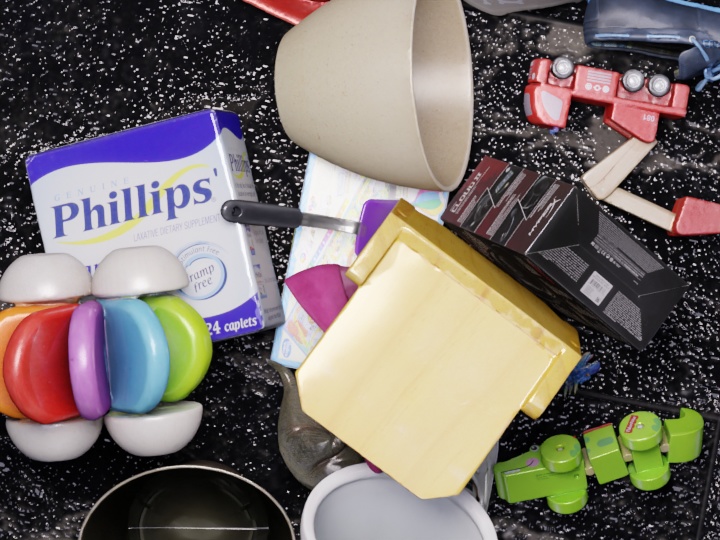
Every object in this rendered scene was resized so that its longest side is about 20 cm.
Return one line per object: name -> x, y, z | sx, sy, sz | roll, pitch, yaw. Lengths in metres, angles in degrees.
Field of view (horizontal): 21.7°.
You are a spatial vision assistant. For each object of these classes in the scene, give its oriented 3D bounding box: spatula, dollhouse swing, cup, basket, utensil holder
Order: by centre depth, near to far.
dollhouse swing -> 0.059, 0.073, 1.615 | 0.200, 0.182, 0.176 | 36, 99, -1
utensil holder -> 0.018, 0.295, 1.621 | 0.169, 0.170, 0.200 | 11, 126, -1
basket -> -0.146, 0.230, 1.638 | 0.180, 0.200, 0.137 | -1, 89, -2
spatula -> -0.038, -0.042, 1.645 | 0.199, 0.021, 0.057 | 6, 98, -34
cup -> 0.007, -0.166, 1.664 | 0.143, 0.200, 0.201 | -3, 90, 19

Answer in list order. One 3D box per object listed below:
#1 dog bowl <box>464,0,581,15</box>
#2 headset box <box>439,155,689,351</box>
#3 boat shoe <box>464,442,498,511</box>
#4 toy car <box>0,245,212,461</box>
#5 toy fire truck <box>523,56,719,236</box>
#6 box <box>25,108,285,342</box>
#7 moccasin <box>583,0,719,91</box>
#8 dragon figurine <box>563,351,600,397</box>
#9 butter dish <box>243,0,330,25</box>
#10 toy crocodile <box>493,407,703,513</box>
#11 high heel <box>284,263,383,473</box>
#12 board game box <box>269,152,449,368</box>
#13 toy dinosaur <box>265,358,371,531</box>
dog bowl -> 0.152, -0.332, 1.709 | 0.199, 0.059, 0.201 | 0, 90, -8
headset box -> 0.171, -0.019, 1.646 | 0.149, 0.200, 0.077 | 38, 87, -23
boat shoe -> 0.089, 0.189, 1.707 | 0.071, 0.070, 0.201 | 9, 86, -2
toy car -> -0.227, 0.072, 1.555 | 0.199, 0.150, 0.176 | -4, 93, 10
toy fire truck -> 0.243, -0.112, 1.725 | 0.199, 0.049, 0.142 | 10, 90, -1
box -> -0.182, -0.026, 1.671 | 0.183, 0.105, 0.201 | -14, 89, 10
moccasin -> 0.300, -0.202, 1.718 | 0.199, 0.080, 0.068 | 16, 75, 12
dragon figurine -> 0.122, 0.089, 1.694 | 0.199, 0.059, 0.100 | -17, 72, -25
butter dish -> -0.063, -0.339, 1.671 | 0.200, 0.148, 0.200 | 26, 88, -1
toy crocodile -> 0.219, 0.169, 1.718 | 0.199, 0.062, 0.068 | -16, 125, 4
high heel -> -0.017, 0.087, 1.653 | 0.096, 0.067, 0.201 | -7, 60, 9
board game box -> 0.000, 0.000, 1.726 | 0.134, 0.034, 0.201 | 11, 89, -1
toy dinosaur -> -0.024, 0.165, 1.688 | 0.102, 0.077, 0.200 | -45, 103, -5
